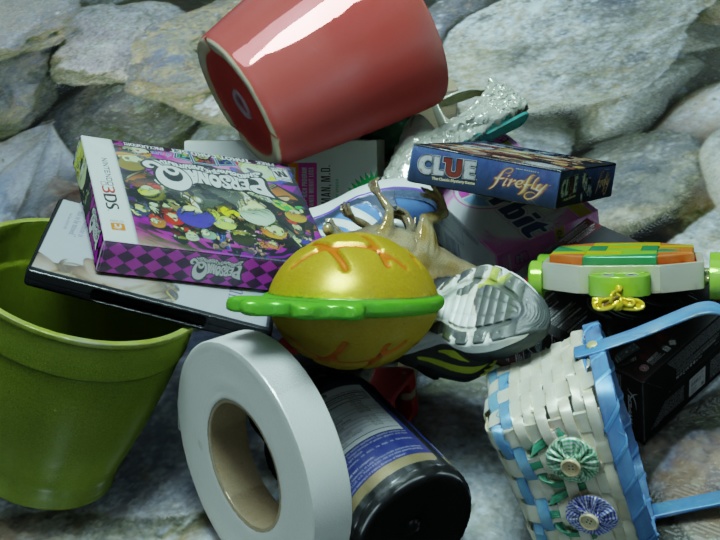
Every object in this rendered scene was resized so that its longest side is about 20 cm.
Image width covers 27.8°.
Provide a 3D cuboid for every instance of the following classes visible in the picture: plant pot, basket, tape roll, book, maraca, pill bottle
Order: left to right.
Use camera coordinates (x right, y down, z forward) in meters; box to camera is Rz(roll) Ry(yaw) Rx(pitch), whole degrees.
[{"bbox_3d":[-0.249,0.088,1.219,0.200,0.193,0.200,14,25,-7],"label":"plant pot"},{"bbox_3d":[-0.078,0.145,1.125,0.037,0.203,0.203,-17,36,-31],"label":"tape roll"},{"bbox_3d":[-0.075,-0.065,1.463,0.200,0.134,0.048,1,4,15],"label":"book"},{"bbox_3d":[-0.045,-0.201,1.385,0.177,0.201,0.200,-33,42,-15],"label":"plant pot"},{"bbox_3d":[-0.016,0.025,1.119,0.137,0.107,0.200,-1,2,29],"label":"maraca"},{"bbox_3d":[-0.008,0.152,1.173,0.112,0.112,0.200,-26,40,-20],"label":"pill bottle"},{"bbox_3d":[0.207,0.125,1.115,0.200,0.176,0.139,-21,24,8],"label":"basket"}]

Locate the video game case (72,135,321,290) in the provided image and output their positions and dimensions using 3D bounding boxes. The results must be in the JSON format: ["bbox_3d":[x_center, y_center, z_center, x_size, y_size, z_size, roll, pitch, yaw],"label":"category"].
[{"bbox_3d":[-0.138,-0.049,1.252,0.200,0.036,0.181,7,30,-21],"label":"video game case"}]

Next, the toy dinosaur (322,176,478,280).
[{"bbox_3d":[0.048,-0.021,1.275,0.200,0.058,0.101,14,53,-22],"label":"toy dinosaur"}]

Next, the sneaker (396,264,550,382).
[{"bbox_3d":[0.093,0.049,1.194,0.200,0.085,0.075,-6,56,54],"label":"sneaker"}]

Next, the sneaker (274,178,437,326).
[{"bbox_3d":[0.000,0.000,1.324,0.200,0.081,0.147,-15,45,-12],"label":"sneaker"}]

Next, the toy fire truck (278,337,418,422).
[{"bbox_3d":[0.002,0.062,1.338,0.141,0.049,0.200,6,39,19],"label":"toy fire truck"}]

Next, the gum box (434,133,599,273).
[{"bbox_3d":[0.136,-0.060,1.449,0.113,0.066,0.200,-24,39,-16],"label":"gum box"}]

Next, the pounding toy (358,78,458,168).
[{"bbox_3d":[-0.003,-0.145,1.560,0.184,0.142,0.200,-9,35,-16],"label":"pounding toy"}]

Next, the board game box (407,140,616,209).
[{"bbox_3d":[0.141,-0.089,1.315,0.135,0.035,0.200,12,10,21],"label":"board game box"}]

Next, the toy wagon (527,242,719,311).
[{"bbox_3d":[0.215,0.003,1.176,0.155,0.040,0.200,-1,5,13],"label":"toy wagon"}]

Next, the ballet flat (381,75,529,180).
[{"bbox_3d":[0.082,-0.134,1.443,0.200,0.072,0.072,-32,42,-31],"label":"ballet flat"}]

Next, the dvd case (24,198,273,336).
[{"bbox_3d":[-0.166,-0.001,1.206,0.200,0.018,0.143,15,25,-7],"label":"dvd case"}]

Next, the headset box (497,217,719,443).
[{"bbox_3d":[0.216,0.044,1.289,0.149,0.077,0.200,-35,45,-28],"label":"headset box"}]
